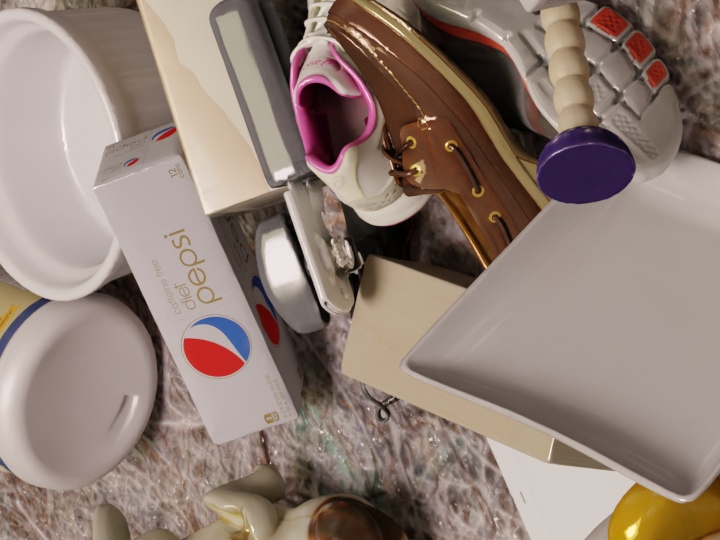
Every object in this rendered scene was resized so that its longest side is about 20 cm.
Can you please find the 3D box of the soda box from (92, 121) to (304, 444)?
[{"bbox_3d":[-0.102,0.008,1.428,0.063,0.068,0.201,-19,114,11],"label":"soda box"}]

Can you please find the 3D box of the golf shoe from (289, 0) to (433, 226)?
[{"bbox_3d":[-0.004,-0.130,1.296,0.075,0.091,0.202,-21,68,29],"label":"golf shoe"}]

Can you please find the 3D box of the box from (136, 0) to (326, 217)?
[{"bbox_3d":[-0.083,-0.140,1.388,0.077,0.095,0.202,-18,87,10],"label":"box"}]

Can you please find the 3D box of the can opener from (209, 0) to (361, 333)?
[{"bbox_3d":[-0.049,-0.063,1.309,0.066,0.053,0.202,-17,87,19],"label":"can opener"}]

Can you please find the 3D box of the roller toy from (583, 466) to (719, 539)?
[{"bbox_3d":[0.186,0.201,1.133,0.184,0.199,0.140,-62,34,13],"label":"roller toy"}]

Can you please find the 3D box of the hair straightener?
[{"bbox_3d":[0.000,0.000,1.369,0.041,0.077,0.202,8,108,41],"label":"hair straightener"}]

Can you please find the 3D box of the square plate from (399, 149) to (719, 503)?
[{"bbox_3d":[0.152,0.023,1.142,0.199,0.198,0.029,24,149,41],"label":"square plate"}]

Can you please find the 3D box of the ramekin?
[{"bbox_3d":[-0.188,-0.087,1.534,0.200,0.097,0.202,19,116,44],"label":"ramekin"}]

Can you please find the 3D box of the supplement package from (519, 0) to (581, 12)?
[{"bbox_3d":[0.145,-0.241,1.099,0.120,0.121,0.200,59,138,15],"label":"supplement package"}]

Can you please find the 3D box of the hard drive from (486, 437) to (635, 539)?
[{"bbox_3d":[0.156,0.098,1.267,0.200,0.026,0.133,-34,77,48],"label":"hard drive"}]

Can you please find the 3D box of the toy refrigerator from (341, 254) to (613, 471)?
[{"bbox_3d":[0.078,0.051,1.276,0.199,0.070,0.077,19,98,52],"label":"toy refrigerator"}]

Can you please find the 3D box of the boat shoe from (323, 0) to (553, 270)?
[{"bbox_3d":[0.046,-0.070,1.235,0.200,0.068,0.072,47,177,-15],"label":"boat shoe"}]

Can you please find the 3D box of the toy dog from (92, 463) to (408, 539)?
[{"bbox_3d":[-0.063,0.206,1.431,0.198,0.194,0.141,-19,111,7],"label":"toy dog"}]

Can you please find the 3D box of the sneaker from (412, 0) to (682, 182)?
[{"bbox_3d":[0.105,-0.109,1.243,0.200,0.077,0.082,47,159,29],"label":"sneaker"}]

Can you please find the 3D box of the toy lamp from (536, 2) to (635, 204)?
[{"bbox_3d":[0.105,-0.130,1.173,0.058,0.058,0.201,-47,36,45],"label":"toy lamp"}]

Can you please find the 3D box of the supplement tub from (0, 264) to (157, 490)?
[{"bbox_3d":[-0.260,0.066,1.628,0.199,0.144,0.146,19,116,43],"label":"supplement tub"}]
